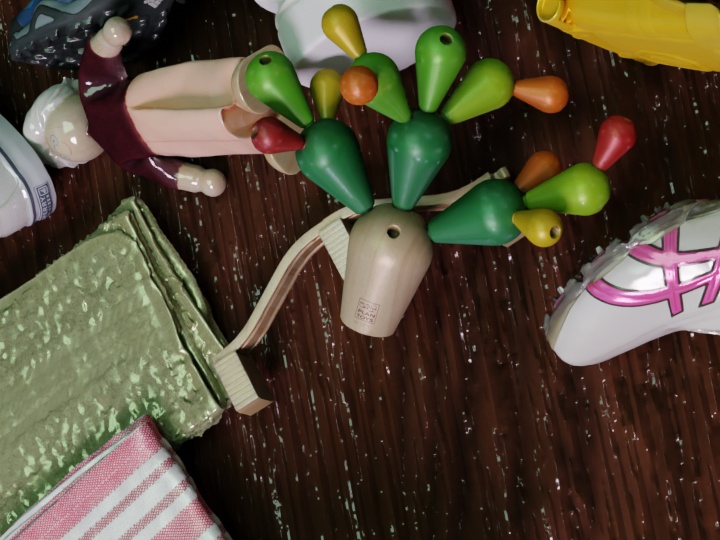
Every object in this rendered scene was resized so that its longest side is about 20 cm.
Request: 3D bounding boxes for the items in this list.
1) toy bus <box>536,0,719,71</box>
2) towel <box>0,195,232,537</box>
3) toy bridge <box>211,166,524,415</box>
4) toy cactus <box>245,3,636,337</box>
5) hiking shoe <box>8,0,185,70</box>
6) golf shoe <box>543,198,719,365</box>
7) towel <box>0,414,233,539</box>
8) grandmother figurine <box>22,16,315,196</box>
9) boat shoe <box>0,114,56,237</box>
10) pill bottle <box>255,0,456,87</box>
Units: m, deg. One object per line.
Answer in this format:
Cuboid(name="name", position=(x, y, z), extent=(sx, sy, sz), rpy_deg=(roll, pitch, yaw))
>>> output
Cuboid(name="toy bus", position=(0.157, -0.197, 0.920), extent=(0.191, 0.135, 0.202), rpy_deg=(8, 88, 44))
Cuboid(name="towel", position=(-0.168, 0.067, 1.111), extent=(0.199, 0.036, 0.149), rpy_deg=(-37, 72, 19))
Cuboid(name="toy bridge", position=(0.000, 0.000, 1.022), extent=(0.199, 0.027, 0.068), rpy_deg=(-34, 72, 15))
Cuboid(name="toy cactus", position=(0.028, -0.042, 0.948), extent=(0.198, 0.102, 0.167), rpy_deg=(14, 112, -5))
Cuboid(name="hiking shoe", position=(-0.142, -0.181, 1.082), extent=(0.199, 0.074, 0.088), rpy_deg=(-25, 66, 45))
Cuboid(name="golf shoe", position=(0.182, 0.003, 0.911), extent=(0.199, 0.072, 0.093), rpy_deg=(-32, 74, 22))
Cuboid(name="towel", position=(-0.118, 0.204, 1.053), extent=(0.146, 0.030, 0.201), rpy_deg=(-40, 76, 16))
Cuboid(name="grandmother figurine", position=(-0.122, -0.090, 1.067), extent=(0.199, 0.060, 0.122), rpy_deg=(-4, 116, 41))
Cuboid(name="boat shoe", position=(-0.278, -0.081, 1.138), extent=(0.202, 0.086, 0.075), rpy_deg=(44, 150, 25))
Cuboid(name="pill bottle", position=(-0.022, -0.210, 1.011), extent=(0.113, 0.113, 0.202), rpy_deg=(-24, 75, 24))
